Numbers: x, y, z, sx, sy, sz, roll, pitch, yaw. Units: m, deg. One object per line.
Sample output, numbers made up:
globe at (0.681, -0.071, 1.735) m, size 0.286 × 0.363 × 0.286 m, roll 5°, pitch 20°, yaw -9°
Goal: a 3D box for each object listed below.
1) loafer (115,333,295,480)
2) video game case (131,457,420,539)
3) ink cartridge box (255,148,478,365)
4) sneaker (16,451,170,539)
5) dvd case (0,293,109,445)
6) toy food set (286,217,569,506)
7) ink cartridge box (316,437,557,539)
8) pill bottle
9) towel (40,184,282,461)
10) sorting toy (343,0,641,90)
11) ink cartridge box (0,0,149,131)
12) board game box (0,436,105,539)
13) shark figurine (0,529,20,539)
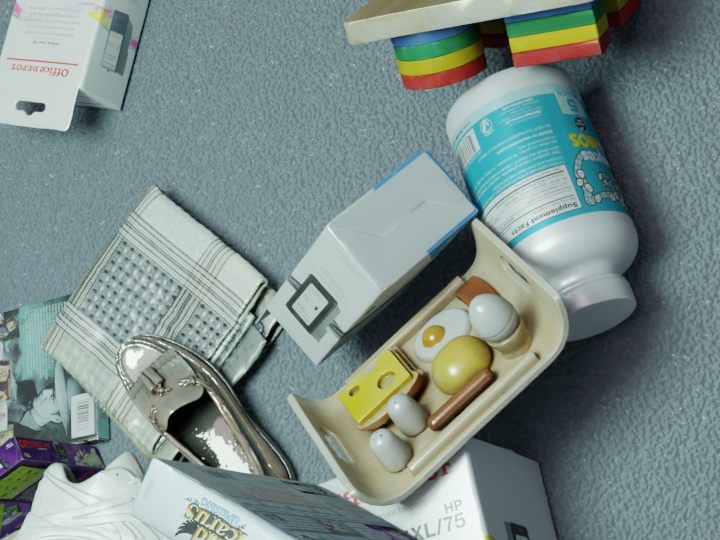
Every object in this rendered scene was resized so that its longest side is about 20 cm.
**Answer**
loafer at (-0.136, 0.125, 1.315) m, size 0.200 × 0.063 × 0.072 m, roll 43°, pitch 96°, yaw 13°
video game case at (-0.020, 0.185, 1.008) m, size 0.180 × 0.200 × 0.046 m, roll 22°, pitch 90°, yaw 33°
ink cartridge box at (0.000, 0.000, 1.236) m, size 0.116 × 0.200 × 0.068 m, roll -39°, pitch 85°, yaw -30°
sneaker at (-0.189, 0.206, 1.320) m, size 0.198 × 0.078 × 0.100 m, roll 10°, pitch 80°, yaw 4°
dvd case at (-0.326, 0.108, 1.484) m, size 0.199 × 0.022 × 0.147 m, roll -15°, pitch 70°, yaw 27°
toy food set at (0.044, 0.061, 1.125) m, size 0.200 × 0.060 × 0.144 m, roll -42°, pitch 33°, yaw 0°
ink cartridge box at (0.065, 0.245, 1.148) m, size 0.146 × 0.146 × 0.202 m, roll -23°, pitch 66°, yaw 23°
pill bottle at (0.145, -0.050, 1.200) m, size 0.110 × 0.111 × 0.201 m, roll -28°, pitch 66°, yaw 21°
towel at (-0.179, 0.050, 1.393) m, size 0.200 × 0.035 × 0.193 m, roll 39°, pitch 94°, yaw 27°
sorting toy at (0.116, -0.205, 1.221) m, size 0.197 × 0.200 × 0.070 m, roll -6°, pitch 112°, yaw 25°
ink cartridge box at (-0.281, -0.226, 1.517) m, size 0.116 × 0.067 × 0.202 m, roll 10°, pitch 81°, yaw 31°
board game box at (-0.341, 0.216, 1.406) m, size 0.199 × 0.120 × 0.032 m, roll -36°, pitch 62°, yaw 17°
shark figurine at (-0.313, 0.282, 1.414) m, size 0.214 × 0.128 × 0.090 m, roll -36°, pitch 87°, yaw -2°
